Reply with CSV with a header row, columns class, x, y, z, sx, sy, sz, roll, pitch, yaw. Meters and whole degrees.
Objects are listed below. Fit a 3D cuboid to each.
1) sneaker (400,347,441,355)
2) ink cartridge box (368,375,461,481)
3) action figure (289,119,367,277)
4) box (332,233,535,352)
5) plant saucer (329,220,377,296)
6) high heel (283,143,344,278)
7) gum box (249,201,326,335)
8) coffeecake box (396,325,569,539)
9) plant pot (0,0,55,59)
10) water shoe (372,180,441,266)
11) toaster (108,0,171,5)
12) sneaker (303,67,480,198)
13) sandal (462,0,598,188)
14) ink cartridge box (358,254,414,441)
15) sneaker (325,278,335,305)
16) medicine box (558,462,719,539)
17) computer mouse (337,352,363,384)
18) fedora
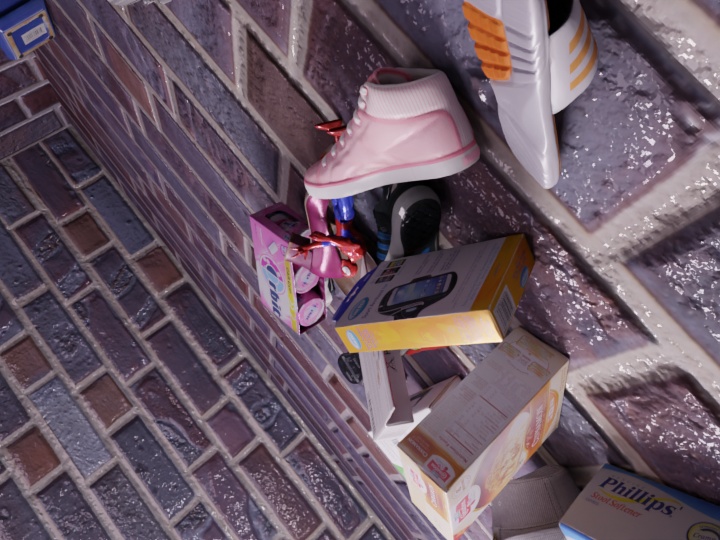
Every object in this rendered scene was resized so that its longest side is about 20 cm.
class,x,y,z,sx,sy,sz,roll,pitch,yaw
sneaker,0.096,0.085,0.740,0.084,0.078,0.200,11,170,-1
ink cartridge box,0.125,0.275,0.889,0.146,0.087,0.200,51,144,3
action figure,-0.046,-0.075,0.680,0.065,0.098,0.202,-135,31,-58
box,0.064,0.027,0.548,0.199,0.119,0.042,-13,117,41
plant saucer,0.000,0.000,0.859,0.200,0.032,0.201,43,157,23
high heel,-0.037,-0.078,0.760,0.095,0.068,0.201,18,129,-10
gum box,-0.119,-0.007,0.912,0.113,0.066,0.202,34,139,35
coffeecake box,0.143,0.188,0.619,0.073,0.199,0.154,35,154,37
plant pot,-1.047,-0.770,1.626,0.180,0.200,0.200,46,159,-4
water shoe,0.052,-0.048,0.653,0.201,0.071,0.080,101,150,-58
toaster,-0.305,-0.446,0.690,0.129,0.113,0.201,24,143,44
sneaker,0.011,-0.135,0.524,0.199,0.075,0.105,-4,121,40
sandal,0.122,-0.137,0.366,0.080,0.059,0.207,59,-174,33
ink cartridge box,0.030,0.106,0.721,0.177,0.044,0.202,104,158,-61
sneaker,-0.112,0.025,1.064,0.198,0.079,0.131,-6,111,54
medicine box,0.342,0.334,0.569,0.201,0.103,0.182,57,159,-14
computer mouse,0.030,0.203,1.101,0.141,0.046,0.200,54,148,9
fedora,0.235,0.321,0.741,0.200,0.175,0.091,81,175,-65
